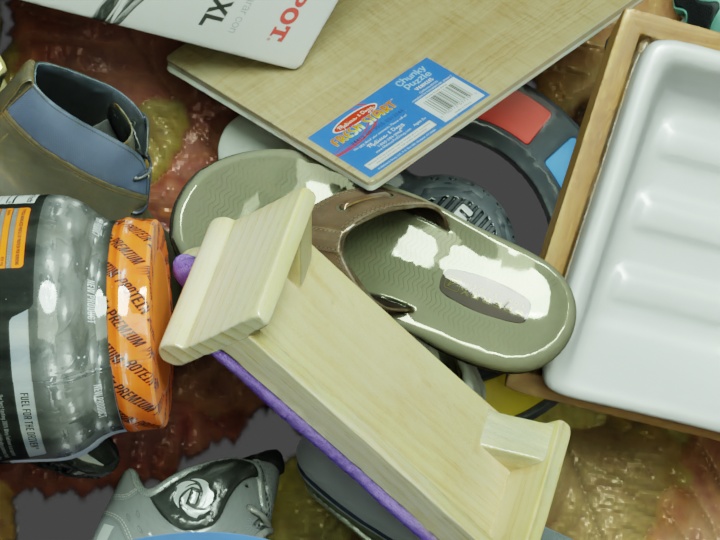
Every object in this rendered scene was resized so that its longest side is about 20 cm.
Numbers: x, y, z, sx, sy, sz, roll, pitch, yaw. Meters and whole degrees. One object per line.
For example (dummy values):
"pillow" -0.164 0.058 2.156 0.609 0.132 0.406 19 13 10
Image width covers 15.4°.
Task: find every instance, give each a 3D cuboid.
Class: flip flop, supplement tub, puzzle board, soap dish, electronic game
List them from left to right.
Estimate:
"supplement tub" -0.189 0.028 1.211 0.200 0.123 0.123 -1 84 3
"flip flop" 0.008 -0.006 1.266 0.200 0.058 0.081 21 78 0
"puzzle board" 0.025 -0.120 1.341 0.200 0.017 0.151 -36 50 -27
"electronic game" 0.043 -0.010 1.385 0.200 0.042 0.200 1 84 -12
"soap dish" 0.169 -0.021 1.339 0.157 0.081 0.200 13 103 -16

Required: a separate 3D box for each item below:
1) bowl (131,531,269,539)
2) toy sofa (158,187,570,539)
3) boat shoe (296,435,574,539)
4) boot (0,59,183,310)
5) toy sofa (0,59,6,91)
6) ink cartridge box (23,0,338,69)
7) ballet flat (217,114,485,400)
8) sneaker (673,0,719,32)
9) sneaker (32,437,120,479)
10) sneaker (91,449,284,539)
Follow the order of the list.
"bowl" -0.076 0.207 1.262 0.200 0.201 0.039 12 37 -11
"toy sofa" -0.005 0.062 1.235 0.200 0.098 0.083 43 45 -26
"boat shoe" 0.048 0.147 1.352 0.200 0.072 0.062 31 114 -8
"boot" -0.115 -0.028 1.298 0.200 0.097 0.075 24 35 -31
"toy sofa" -0.275 -0.078 1.282 0.200 0.098 0.083 -29 88 -15
"ink cartridge box" -0.090 -0.192 1.254 0.200 0.146 0.084 12 36 -30
"ballet flat" 0.000 0.000 1.326 0.069 0.069 0.200 -33 88 -14
"sneaker" 0.259 -0.105 1.434 0.140 0.078 0.200 -26 99 -16
"sneaker" -0.186 0.023 1.315 0.079 0.074 0.200 -44 94 -19
"sneaker" -0.039 0.151 1.334 0.200 0.075 0.116 22 75 -10
